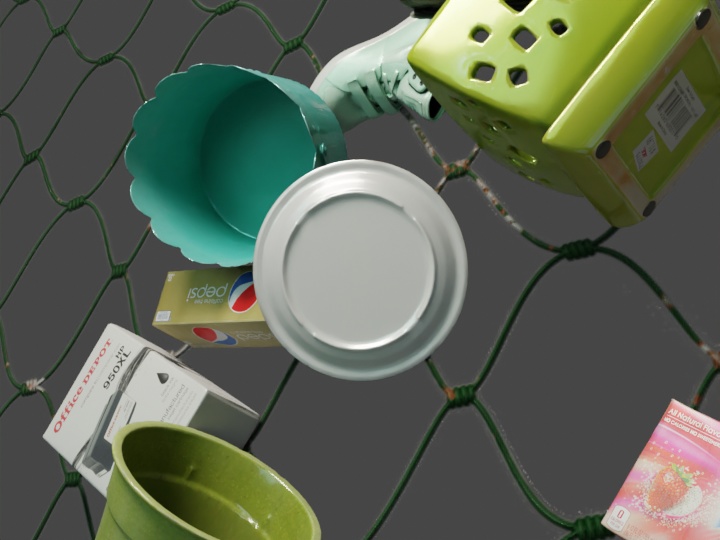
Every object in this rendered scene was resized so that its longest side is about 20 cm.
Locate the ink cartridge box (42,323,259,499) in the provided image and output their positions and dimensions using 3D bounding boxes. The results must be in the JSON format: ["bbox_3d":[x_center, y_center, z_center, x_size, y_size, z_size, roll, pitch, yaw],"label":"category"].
[{"bbox_3d":[-0.218,0.160,1.127,0.199,0.084,0.145,24,82,46],"label":"ink cartridge box"}]

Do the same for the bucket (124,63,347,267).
[{"bbox_3d":[-0.115,-0.106,1.110,0.206,0.135,0.209,3,98,20],"label":"bucket"}]

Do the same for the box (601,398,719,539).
[{"bbox_3d":[0.270,0.176,0.696,0.199,0.095,0.103,28,84,46],"label":"box"}]

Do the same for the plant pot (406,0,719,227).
[{"bbox_3d":[0.190,-0.164,0.898,0.199,0.200,0.181,-51,53,4],"label":"plant pot"}]

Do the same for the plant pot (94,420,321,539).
[{"bbox_3d":[-0.165,0.266,0.967,0.200,0.199,0.191,40,105,46],"label":"plant pot"}]

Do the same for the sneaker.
[{"bbox_3d":[0.027,-0.181,1.126,0.200,0.074,0.119,-34,41,17],"label":"sneaker"}]

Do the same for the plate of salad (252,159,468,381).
[{"bbox_3d":[0.000,0.000,1.013,0.198,0.048,0.202,0,93,8],"label":"plate of salad"}]

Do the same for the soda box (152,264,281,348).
[{"bbox_3d":[-0.117,0.038,1.126,0.199,0.068,0.064,-3,63,39],"label":"soda box"}]

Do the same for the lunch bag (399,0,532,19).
[{"bbox_3d":[0.113,-0.296,1.025,0.163,0.200,0.119,5,81,27],"label":"lunch bag"}]
